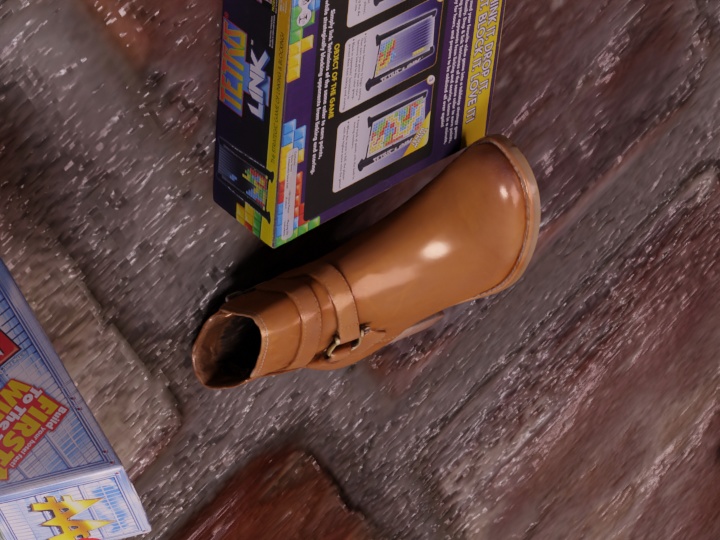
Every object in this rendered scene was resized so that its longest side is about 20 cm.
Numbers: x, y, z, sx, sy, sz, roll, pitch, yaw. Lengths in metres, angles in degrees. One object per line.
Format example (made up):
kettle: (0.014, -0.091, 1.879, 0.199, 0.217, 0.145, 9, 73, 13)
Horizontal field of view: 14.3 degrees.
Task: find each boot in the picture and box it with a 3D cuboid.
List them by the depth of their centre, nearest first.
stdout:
boot: (0.000, 0.000, 1.594, 0.155, 0.077, 0.200, -17, 167, -35)

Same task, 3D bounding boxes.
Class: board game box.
board game box: (-0.203, 0.082, 1.343, 0.200, 0.200, 0.062, -42, 147, -16)
board game box: (0.003, -0.132, 1.523, 0.165, 0.057, 0.201, -29, 141, -34)
